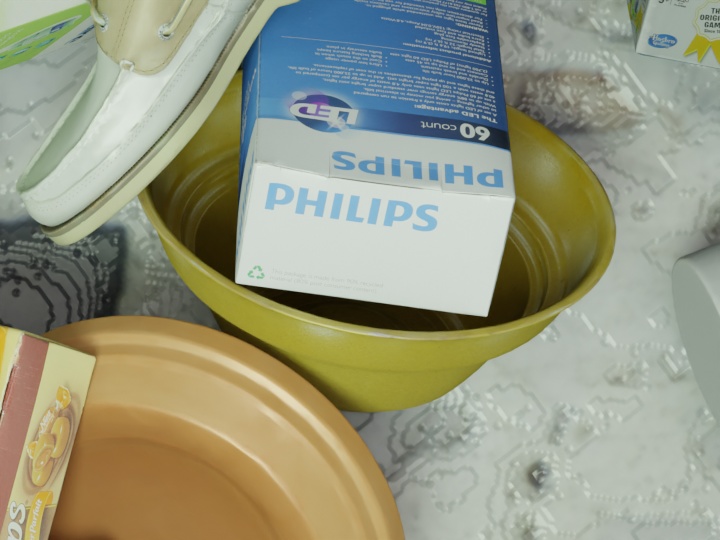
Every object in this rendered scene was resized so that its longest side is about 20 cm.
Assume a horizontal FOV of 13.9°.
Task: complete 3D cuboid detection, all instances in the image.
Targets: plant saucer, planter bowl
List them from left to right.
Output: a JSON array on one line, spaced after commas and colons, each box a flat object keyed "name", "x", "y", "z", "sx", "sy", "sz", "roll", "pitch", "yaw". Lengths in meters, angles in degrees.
[{"name": "plant saucer", "x": -0.080, "y": 0.115, "z": 1.192, "sx": 0.199, "sy": 0.037, "sz": 0.201, "roll": 8, "pitch": 119, "yaw": 14}, {"name": "planter bowl", "x": 0.000, "y": 0.000, "z": 1.221, "sx": 0.199, "sy": 0.201, "sz": 0.084, "roll": 7, "pitch": 124, "yaw": -7}]

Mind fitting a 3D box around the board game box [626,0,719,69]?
[{"name": "board game box", "x": 0.210, "y": -0.117, "z": 1.253, "sx": 0.199, "sy": 0.135, "sz": 0.034, "roll": 10, "pitch": 119, "yaw": -7}]

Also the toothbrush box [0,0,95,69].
[{"name": "toothbrush box", "x": -0.189, "y": -0.147, "z": 1.182, "sx": 0.199, "sy": 0.086, "sz": 0.146, "roll": -23, "pitch": 88, "yaw": -41}]

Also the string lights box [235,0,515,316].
[{"name": "string lights box", "x": 0.004, "y": -0.069, "z": 1.193, "sx": 0.102, "sy": 0.201, "sz": 0.059, "roll": 8, "pitch": 125, "yaw": -6}]

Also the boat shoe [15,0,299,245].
[{"name": "boat shoe", "x": -0.077, "y": -0.104, "z": 1.162, "sx": 0.068, "sy": 0.075, "sz": 0.200, "roll": 38, "pitch": 92, "yaw": -24}]

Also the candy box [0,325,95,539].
[{"name": "candy box", "x": -0.210, "y": 0.066, "z": 1.174, "sx": 0.199, "sy": 0.055, "sz": 0.116, "roll": 12, "pitch": 85, "yaw": 31}]

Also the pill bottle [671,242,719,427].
[{"name": "pill bottle", "x": 0.240, "y": 0.005, "z": 1.258, "sx": 0.199, "sy": 0.113, "sz": 0.114, "roll": -18, "pitch": 89, "yaw": -7}]
